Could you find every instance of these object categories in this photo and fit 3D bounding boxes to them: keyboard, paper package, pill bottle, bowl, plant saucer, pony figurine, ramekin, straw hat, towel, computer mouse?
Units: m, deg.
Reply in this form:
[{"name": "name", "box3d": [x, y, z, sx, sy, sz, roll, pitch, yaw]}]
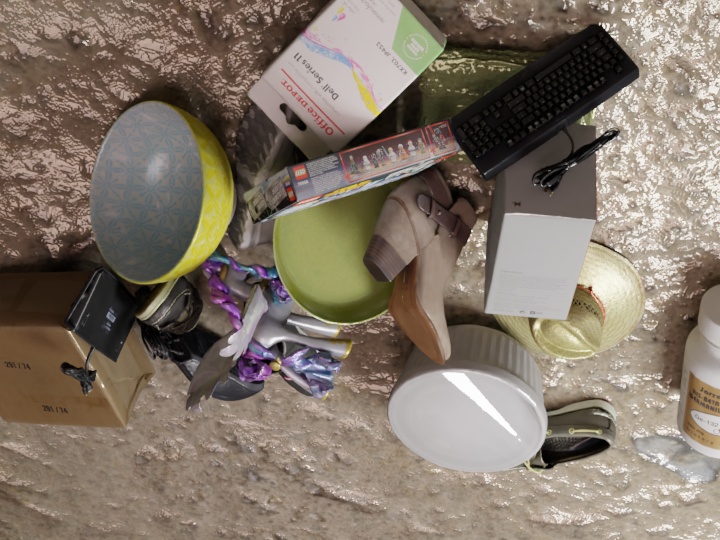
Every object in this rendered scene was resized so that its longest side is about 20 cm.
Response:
[{"name": "keyboard", "box3d": [-0.301, 0.072, 1.487, 0.020, 0.128, 0.200, 21, 168, 8]}, {"name": "paper package", "box3d": [-0.388, 0.100, 1.651, 0.198, 0.104, 0.192, -2, 132, 24]}, {"name": "pill bottle", "box3d": [0.445, 0.119, 1.581, 0.113, 0.115, 0.202, 0, 129, 7]}, {"name": "bowl", "box3d": [-0.204, -0.083, 1.480, 0.200, 0.202, 0.107, -39, 153, 32]}, {"name": "keyboard", "box3d": [0.200, -0.157, 1.343, 0.199, 0.128, 0.021, -34, 165, -6]}, {"name": "plant saucer", "box3d": [-0.016, -0.040, 1.495, 0.198, 0.031, 0.203, -5, 99, -29]}, {"name": "pony figurine", "box3d": [-0.112, 0.069, 1.505, 0.198, 0.195, 0.167, 26, 135, -17]}, {"name": "ramekin", "box3d": [0.138, 0.155, 1.646, 0.200, 0.095, 0.204, 9, 136, 9]}, {"name": "straw hat", "box3d": [0.245, 0.061, 1.576, 0.198, 0.086, 0.203, 3, 129, 4]}, {"name": "towel", "box3d": [0.157, -0.175, 1.428, 0.197, 0.037, 0.150, 3, 130, 3]}, {"name": "computer mouse", "box3d": [-0.208, 0.110, 1.654, 0.199, 0.139, 0.053, 33, 107, -32]}]

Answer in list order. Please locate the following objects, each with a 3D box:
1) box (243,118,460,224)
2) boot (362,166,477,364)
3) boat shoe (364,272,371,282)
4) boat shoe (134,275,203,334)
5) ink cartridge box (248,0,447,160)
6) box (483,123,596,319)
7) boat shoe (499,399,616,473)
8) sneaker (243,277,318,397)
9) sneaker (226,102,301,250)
[{"name": "box", "box3d": [-0.010, -0.104, 1.391, 0.137, 0.198, 0.040, -21, 88, 65]}, {"name": "boot", "box3d": [0.086, -0.011, 1.504, 0.070, 0.147, 0.201, 11, 143, 47]}, {"name": "boat shoe", "box3d": [0.000, 0.000, 1.568, 0.197, 0.068, 0.073, 12, 130, -3]}, {"name": "boat shoe", "box3d": [-0.216, 0.041, 1.551, 0.066, 0.201, 0.072, 44, 90, -5]}, {"name": "ink cartridge box", "box3d": [-0.020, -0.206, 1.362, 0.117, 0.067, 0.200, 44, 108, -10]}, {"name": "box", "box3d": [0.193, -0.052, 1.431, 0.096, 0.126, 0.201, 5, 148, 2]}, {"name": "boat shoe", "box3d": [0.241, 0.229, 1.729, 0.200, 0.061, 0.072, -20, 124, 21]}, {"name": "sneaker", "box3d": [-0.100, 0.111, 1.651, 0.070, 0.100, 0.201, -14, 127, 16]}, {"name": "sneaker", "box3d": [-0.097, -0.117, 1.499, 0.081, 0.075, 0.202, -6, 133, -32]}]
